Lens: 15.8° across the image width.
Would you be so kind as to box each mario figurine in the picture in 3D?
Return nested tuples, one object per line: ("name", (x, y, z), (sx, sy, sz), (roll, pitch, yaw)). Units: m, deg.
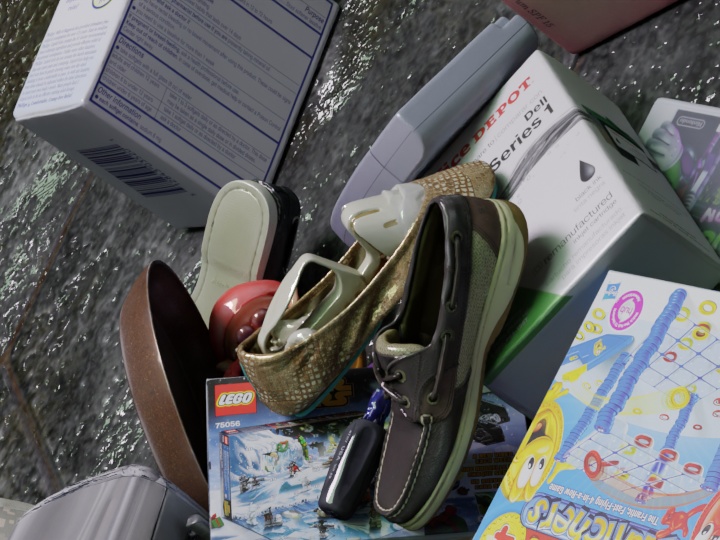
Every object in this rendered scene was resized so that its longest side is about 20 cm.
("mario figurine", (-0.038, 0.066, 1.751), (0.200, 0.122, 0.107), (-134, 37, -77))

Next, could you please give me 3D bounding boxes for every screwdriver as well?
("screwdriver", (0.022, 0.059, 1.564), (0.029, 0.028, 0.201), (107, -173, -68))

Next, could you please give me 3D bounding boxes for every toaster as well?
("toaster", (-0.168, 0.210, 1.632), (0.199, 0.114, 0.130), (-26, 32, 41))

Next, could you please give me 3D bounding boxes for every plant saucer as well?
("plant saucer", (-0.116, 0.093, 1.732), (0.034, 0.201, 0.201), (-21, 41, 8))

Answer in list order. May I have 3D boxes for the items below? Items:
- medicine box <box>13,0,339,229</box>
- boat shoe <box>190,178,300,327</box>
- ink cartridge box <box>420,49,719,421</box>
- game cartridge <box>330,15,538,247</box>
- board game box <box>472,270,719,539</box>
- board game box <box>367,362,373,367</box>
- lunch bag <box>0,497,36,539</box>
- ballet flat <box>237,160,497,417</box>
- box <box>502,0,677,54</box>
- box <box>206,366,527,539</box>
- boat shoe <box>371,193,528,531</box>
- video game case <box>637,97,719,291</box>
("medicine box", (-0.139, -0.163, 1.996), (0.103, 0.182, 0.201), (-5, 58, 50))
("boat shoe", (-0.091, 0.025, 1.879), (0.074, 0.066, 0.201), (25, 111, 29))
("ink cartridge box", (0.117, -0.020, 1.593), (0.146, 0.084, 0.200), (-48, 34, 15))
("game cartridge", (0.042, -0.082, 1.712), (0.133, 0.041, 0.200), (-49, -4, -23))
("board game box", (0.169, 0.109, 1.404), (0.200, 0.056, 0.197), (12, 71, 56))
("board game box", (-0.015, 0.168, 1.701), (0.120, 0.032, 0.201), (-35, 39, 24))
("lunch bag", (-0.234, 0.256, 1.750), (0.117, 0.200, 0.165), (-24, 44, 41))
("ballet flat", (0.000, 0.000, 1.572), (0.200, 0.065, 0.070), (-50, 26, -1))
("box", (0.177, -0.250, 1.712), (0.199, 0.128, 0.110), (-26, 44, 39))
("box", (0.006, 0.122, 1.590), (0.198, 0.040, 0.138), (-4, 47, 0))
("boat shoe", (0.037, 0.050, 1.511), (0.073, 0.064, 0.201), (22, 97, 63))
("video game case", (0.205, -0.012, 1.570), (0.200, 0.023, 0.183), (18, 77, 56))
